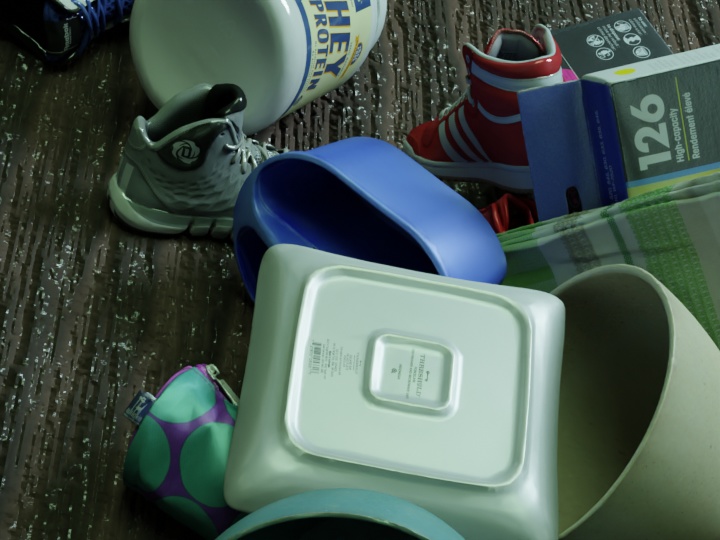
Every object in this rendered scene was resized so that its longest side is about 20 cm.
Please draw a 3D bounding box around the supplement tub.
[{"bbox_3d":[-0.073,-0.193,1.520,0.144,0.146,0.200,29,27,13],"label":"supplement tub"}]

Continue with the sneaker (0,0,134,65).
[{"bbox_3d":[-0.214,-0.212,1.564,0.198,0.081,0.116,0,45,-13],"label":"sneaker"}]

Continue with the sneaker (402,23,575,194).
[{"bbox_3d":[0.088,-0.122,1.418,0.071,0.113,0.200,-19,17,-28],"label":"sneaker"}]

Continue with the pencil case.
[{"bbox_3d":[-0.048,0.135,1.192,0.199,0.093,0.085,30,5,11],"label":"pencil case"}]

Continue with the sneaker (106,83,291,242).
[{"bbox_3d":[-0.077,-0.079,1.419,0.199,0.116,0.075,1,41,-21],"label":"sneaker"}]

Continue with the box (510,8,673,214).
[{"bbox_3d":[0.193,-0.079,1.465,0.131,0.115,0.201,-16,51,-18],"label":"box"}]

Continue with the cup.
[{"bbox_3d":[0.174,0.118,1.251,0.143,0.200,0.201,32,31,-26],"label":"cup"}]

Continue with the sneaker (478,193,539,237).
[{"bbox_3d":[0.083,-0.032,1.428,0.078,0.116,0.200,-17,50,-37],"label":"sneaker"}]

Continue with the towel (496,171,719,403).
[{"bbox_3d":[0.191,0.024,1.306,0.199,0.150,0.031,-15,12,28],"label":"towel"}]

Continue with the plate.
[{"bbox_3d":[0.028,0.070,1.186,0.198,0.032,0.201,10,51,-3],"label":"plate"}]

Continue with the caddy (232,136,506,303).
[{"bbox_3d":[0.000,0.000,1.337,0.200,0.142,0.105,38,37,23],"label":"caddy"}]

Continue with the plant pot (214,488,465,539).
[{"bbox_3d":[-0.006,0.200,1.071,0.199,0.201,0.135,19,16,1],"label":"plant pot"}]

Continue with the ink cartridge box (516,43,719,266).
[{"bbox_3d":[0.221,-0.045,1.326,0.199,0.199,0.047,-14,17,-5],"label":"ink cartridge box"}]
